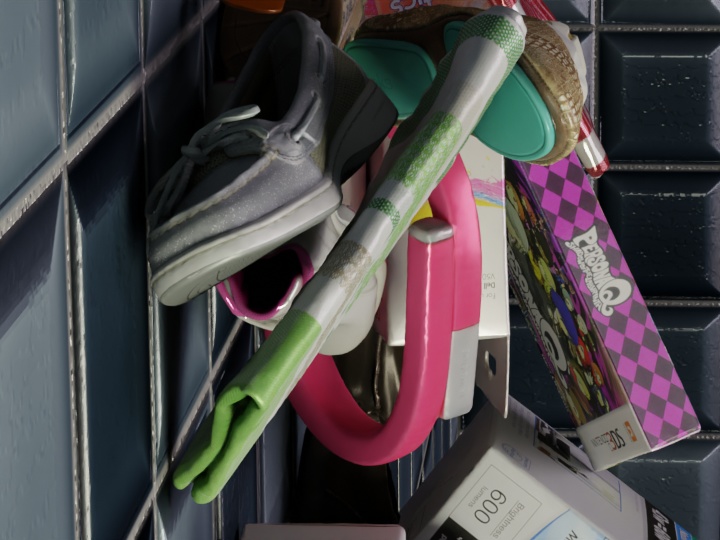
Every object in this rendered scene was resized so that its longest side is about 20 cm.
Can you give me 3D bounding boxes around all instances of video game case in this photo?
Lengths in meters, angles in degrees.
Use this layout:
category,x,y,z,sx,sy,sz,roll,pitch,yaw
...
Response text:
category,x,y,z,sx,sy,sz,roll,pitch,yaw
video game case,0.115,0.010,1.586,0.181,0.036,0.201,127,-61,-81

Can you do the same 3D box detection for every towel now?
category,x,y,z,sx,sy,sz,roll,pitch,yaw
towel,-0.008,-0.007,1.172,0.200,0.031,0.149,-55,177,-25
towel,0.067,-0.154,1.442,0.200,0.023,0.144,58,9,-23

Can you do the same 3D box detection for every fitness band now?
category,x,y,z,sx,sy,sz,roll,pitch,yaw
fitness band,0.000,0.000,1.420,0.143,0.037,0.201,32,-51,43

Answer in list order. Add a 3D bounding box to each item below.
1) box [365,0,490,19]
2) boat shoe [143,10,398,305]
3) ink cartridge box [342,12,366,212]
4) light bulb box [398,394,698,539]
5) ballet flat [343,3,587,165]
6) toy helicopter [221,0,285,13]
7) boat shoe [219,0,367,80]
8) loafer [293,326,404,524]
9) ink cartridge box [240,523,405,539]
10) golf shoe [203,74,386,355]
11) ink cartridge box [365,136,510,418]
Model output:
category,x,y,z,sx,sy,sz,roll,pitch,yaw
box,0.031,-0.131,1.681,0.200,0.102,0.095,167,-77,-83
boat shoe,-0.043,-0.046,1.144,0.065,0.074,0.202,55,29,-9
ink cartridge box,-0.029,-0.089,1.575,0.200,0.050,0.162,-121,-150,-74
light bulb box,0.097,0.214,1.667,0.199,0.200,0.125,-52,-176,14
ballet flat,0.059,-0.091,1.275,0.200,0.065,0.071,24,-48,61
toy helicopter,-0.017,-0.166,1.271,0.200,0.079,0.133,21,86,-66
boat shoe,-0.028,-0.144,1.388,0.063,0.073,0.201,94,11,-53
loafer,0.008,0.062,1.641,0.073,0.071,0.201,-83,-178,-61
ink cartridge box,-0.021,0.242,1.388,0.146,0.082,0.201,-77,167,-70
golf shoe,-0.038,-0.003,1.310,0.200,0.075,0.092,69,30,-57
ink cartridge box,0.036,-0.028,1.518,0.117,0.067,0.201,-133,-140,-81
